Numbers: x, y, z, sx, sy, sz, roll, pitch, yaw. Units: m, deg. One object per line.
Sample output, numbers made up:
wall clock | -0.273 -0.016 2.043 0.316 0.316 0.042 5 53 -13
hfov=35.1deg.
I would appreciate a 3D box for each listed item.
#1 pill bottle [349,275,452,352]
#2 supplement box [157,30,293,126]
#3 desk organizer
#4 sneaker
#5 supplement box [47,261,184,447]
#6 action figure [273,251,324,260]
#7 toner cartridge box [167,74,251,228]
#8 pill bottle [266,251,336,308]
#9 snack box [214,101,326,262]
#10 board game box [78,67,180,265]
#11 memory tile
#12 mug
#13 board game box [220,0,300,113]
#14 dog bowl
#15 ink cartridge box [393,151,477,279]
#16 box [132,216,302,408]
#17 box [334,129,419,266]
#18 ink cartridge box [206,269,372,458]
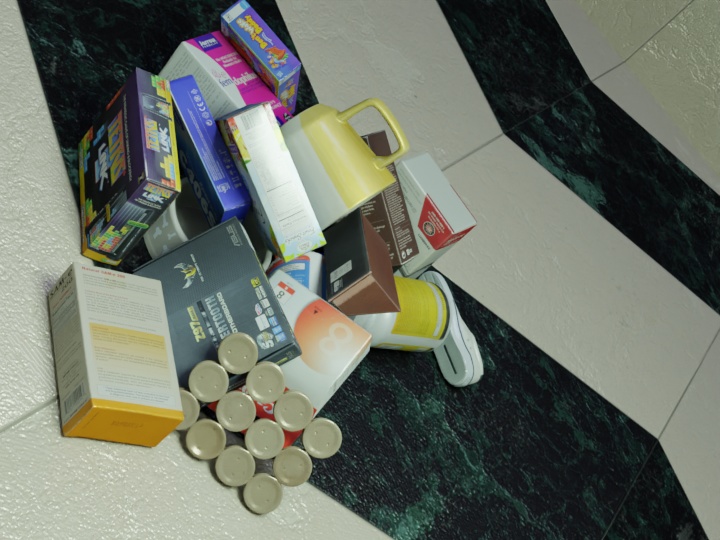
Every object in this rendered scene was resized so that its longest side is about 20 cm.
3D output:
pill bottle | 0.040 0.063 1.743 0.198 0.112 0.113 10 49 -44
supplement box | -0.201 -0.245 1.709 0.200 0.103 0.101 48 35 3
desk organizer | 0.000 0.000 1.589 0.077 0.071 0.201 50 15 -25
sneaker | 0.145 0.099 1.878 0.070 0.073 0.203 12 57 -54
supplement box | -0.294 0.100 1.359 0.125 0.073 0.202 15 46 -39
action figure | -0.069 -0.013 1.756 0.198 0.052 0.066 20 48 -33
toner cartridge box | -0.215 -0.155 1.558 0.043 0.095 0.202 -20 76 -23
pill bottle | -0.082 0.080 1.587 0.111 0.112 0.202 28 40 -27
snack box | -0.126 -0.122 1.538 0.202 0.067 0.169 67 -10 -11
board game box | -0.307 -0.136 1.494 0.056 0.165 0.202 18 43 -35
memory tile | -0.135 0.188 1.398 0.200 0.153 0.017 46 1 -9
mug | -0.035 -0.162 1.635 0.154 0.185 0.149 57 -6 -1
board game box | -0.156 -0.318 1.763 0.045 0.200 0.135 -40 84 -12
dog bowl | -0.210 -0.048 1.615 0.199 0.059 0.202 30 38 -26
ink cartridge box | 0.066 -0.068 1.825 0.083 0.200 0.145 -23 75 -51
box | -0.185 0.053 1.456 0.202 0.156 0.051 63 1 24
box | 0.010 -0.103 1.748 0.075 0.099 0.203 -31 107 -58
ink cartridge box | -0.105 0.115 1.464 0.161 0.050 0.200 34 60 14
